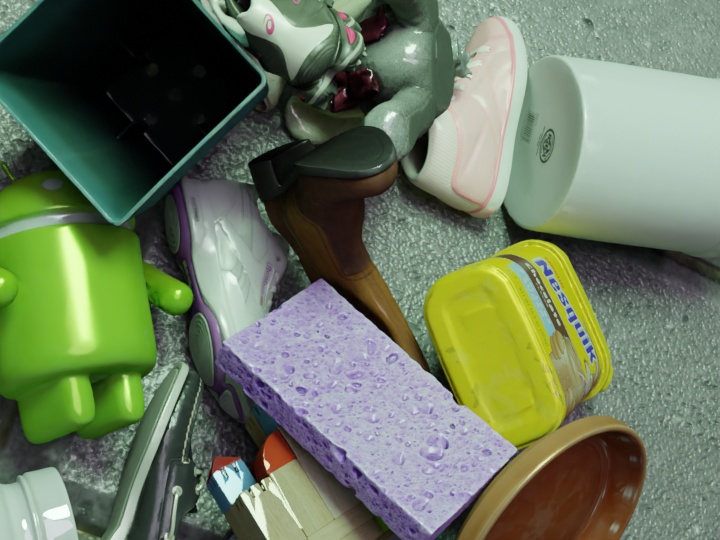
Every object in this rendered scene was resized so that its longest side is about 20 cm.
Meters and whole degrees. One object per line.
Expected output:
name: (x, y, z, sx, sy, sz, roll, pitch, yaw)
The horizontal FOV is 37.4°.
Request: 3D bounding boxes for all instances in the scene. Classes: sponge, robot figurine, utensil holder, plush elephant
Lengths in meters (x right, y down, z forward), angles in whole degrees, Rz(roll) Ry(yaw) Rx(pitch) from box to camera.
sponge: (0.003, 0.095, 0.752, 0.200, 0.030, 0.111, 40, 44, 19)
robot figurine: (-0.212, 0.019, 0.768, 0.175, 0.115, 0.202, 4, 69, -47)
utensil holder: (0.250, -0.105, 0.984, 0.198, 0.170, 0.172, 5, 72, -21)
plush elephant: (-0.007, -0.173, 0.878, 0.200, 0.154, 0.166, -21, 111, -67)

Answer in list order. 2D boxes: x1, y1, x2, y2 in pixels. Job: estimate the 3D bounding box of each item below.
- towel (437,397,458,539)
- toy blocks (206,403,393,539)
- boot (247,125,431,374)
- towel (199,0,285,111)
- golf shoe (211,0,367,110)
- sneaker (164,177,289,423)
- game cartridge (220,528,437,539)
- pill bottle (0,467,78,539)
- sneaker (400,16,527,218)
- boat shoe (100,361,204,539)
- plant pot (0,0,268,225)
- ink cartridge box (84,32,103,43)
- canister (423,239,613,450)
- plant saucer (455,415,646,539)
towel: (0.016, 0.169, 0.876, 0.147, 0.022, 0.200, 44, 62, -6)
toy blocks: (-0.029, 0.140, 0.773, 0.199, 0.100, 0.137, -26, 73, -31)
boot: (0.000, 0.000, 0.799, 0.068, 0.188, 0.201, -33, 107, -32)
towel: (-0.078, -0.269, 0.896, 0.032, 0.191, 0.201, 11, 66, 25)
golf shoe: (-0.063, -0.188, 0.758, 0.088, 0.200, 0.077, 31, 101, -31)
sneaker: (-0.091, 0.018, 0.846, 0.099, 0.075, 0.202, -7, 78, -29)
game cartridge: (-0.023, 0.211, 0.812, 0.133, 0.041, 0.200, 49, 59, -7)
pill bottle: (-0.288, 0.192, 0.683, 0.199, 0.112, 0.113, -11, 78, -27)
sneaker: (0.089, -0.156, 0.980, 0.104, 0.075, 0.202, 16, 72, -24)
boat shoe: (-0.147, 0.168, 0.775, 0.060, 0.074, 0.201, 22, 69, -16)
plant pot: (-0.154, -0.136, 0.787, 0.141, 0.200, 0.141, -43, 93, 5)
ink cartridge box: (-0.168, -0.272, 0.851, 0.050, 0.109, 0.200, 32, 44, 9)
canister: (0.131, 0.055, 0.864, 0.150, 0.086, 0.200, 67, 22, 4)
plant saucer: (0.134, 0.192, 0.788, 0.199, 0.202, 0.032, -26, 43, -28)
